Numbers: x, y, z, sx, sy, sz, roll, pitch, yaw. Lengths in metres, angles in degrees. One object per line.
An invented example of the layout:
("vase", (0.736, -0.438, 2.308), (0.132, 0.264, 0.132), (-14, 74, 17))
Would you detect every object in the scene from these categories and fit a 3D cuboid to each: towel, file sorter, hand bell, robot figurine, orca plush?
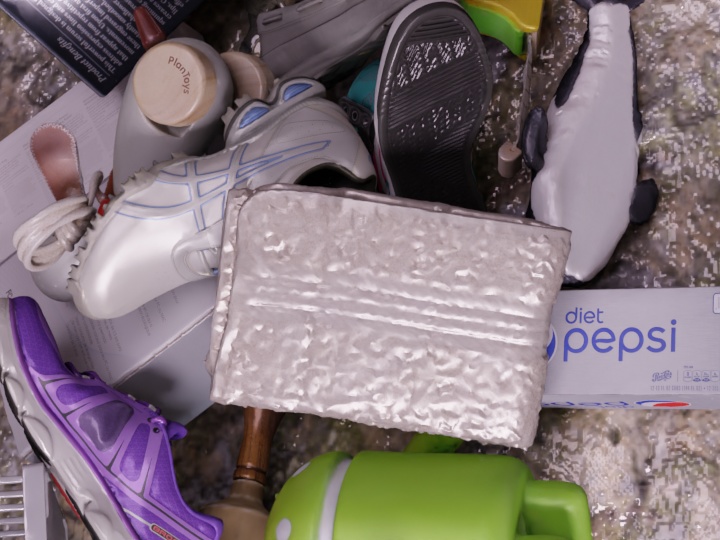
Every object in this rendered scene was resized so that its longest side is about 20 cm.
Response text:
("towel", (0.013, 0.025, 1.039), (0.198, 0.034, 0.134), (9, 100, 3))
("file sorter", (-0.244, 0.210, 1.117), (0.123, 0.200, 0.140), (-3, 73, -6))
("hand bell", (-0.067, 0.125, 1.154), (0.103, 0.104, 0.201), (1, 65, 25))
("robot figurine", (0.033, 0.164, 1.059), (0.198, 0.116, 0.176), (0, 40, 17))
("orca plush", (0.122, -0.082, 1.115), (0.071, 0.105, 0.202), (-18, 70, 53))

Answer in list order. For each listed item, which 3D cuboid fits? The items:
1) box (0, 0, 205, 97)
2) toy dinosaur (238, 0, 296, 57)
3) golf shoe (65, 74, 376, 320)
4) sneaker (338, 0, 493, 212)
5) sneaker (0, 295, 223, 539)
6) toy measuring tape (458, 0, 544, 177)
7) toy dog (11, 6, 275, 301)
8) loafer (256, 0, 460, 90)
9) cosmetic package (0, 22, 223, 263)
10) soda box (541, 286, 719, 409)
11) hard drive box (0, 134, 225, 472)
("box", (-0.147, -0.242, 1.223), (0.200, 0.107, 0.149), (-41, 30, 11))
("toy dinosaur", (-0.037, -0.213, 1.237), (0.088, 0.047, 0.202), (-1, 73, 31))
("golf shoe", (-0.080, -0.028, 1.075), (0.200, 0.078, 0.097), (-40, 59, -5))
("sneaker", (0.033, -0.105, 1.111), (0.083, 0.201, 0.121), (-15, 45, -11))
("sneaker", (-0.154, 0.097, 1.093), (0.083, 0.081, 0.201), (-33, 84, -15))
("toy measuring tape", (0.079, -0.152, 1.138), (0.073, 0.074, 0.201), (-3, 61, 24))
("toy dog", (-0.150, -0.083, 1.129), (0.200, 0.132, 0.096), (-41, 71, -3))
("loafer", (0.002, -0.172, 1.132), (0.199, 0.070, 0.070), (-27, 85, 41))
("cosmetic package", (-0.182, -0.083, 1.266), (0.199, 0.051, 0.083), (-34, 67, 13))
("soda box", (0.143, 0.047, 1.071), (0.199, 0.068, 0.064), (-2, 78, 25))
("hard drive box", (-0.143, 0.021, 1.187), (0.200, 0.077, 0.156), (-37, 50, 13))
